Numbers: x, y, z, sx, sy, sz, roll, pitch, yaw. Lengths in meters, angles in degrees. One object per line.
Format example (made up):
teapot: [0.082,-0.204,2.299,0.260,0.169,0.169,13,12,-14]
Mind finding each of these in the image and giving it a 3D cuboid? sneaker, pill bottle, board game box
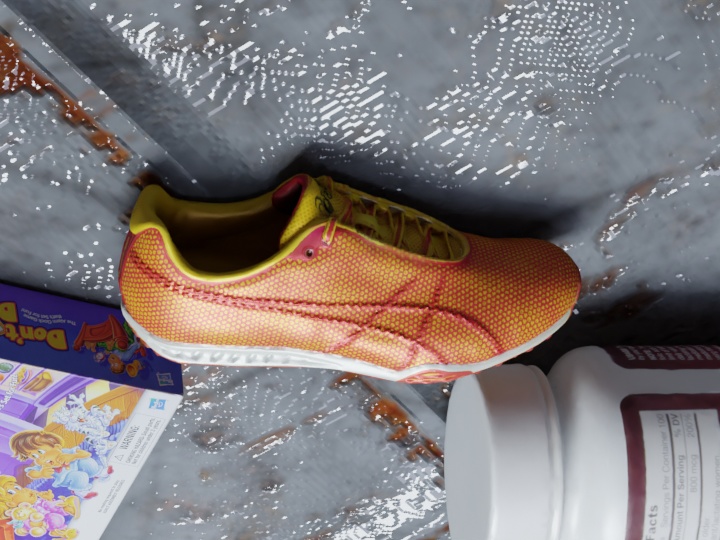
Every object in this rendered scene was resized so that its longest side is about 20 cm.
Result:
sneaker: [0.000,0.000,0.812,0.198,0.073,0.078,0,127,-14]
pill bottle: [0.145,0.092,0.901,0.198,0.115,0.115,0,136,-10]
board game box: [-0.179,0.090,0.889,0.133,0.045,0.201,13,132,-23]
